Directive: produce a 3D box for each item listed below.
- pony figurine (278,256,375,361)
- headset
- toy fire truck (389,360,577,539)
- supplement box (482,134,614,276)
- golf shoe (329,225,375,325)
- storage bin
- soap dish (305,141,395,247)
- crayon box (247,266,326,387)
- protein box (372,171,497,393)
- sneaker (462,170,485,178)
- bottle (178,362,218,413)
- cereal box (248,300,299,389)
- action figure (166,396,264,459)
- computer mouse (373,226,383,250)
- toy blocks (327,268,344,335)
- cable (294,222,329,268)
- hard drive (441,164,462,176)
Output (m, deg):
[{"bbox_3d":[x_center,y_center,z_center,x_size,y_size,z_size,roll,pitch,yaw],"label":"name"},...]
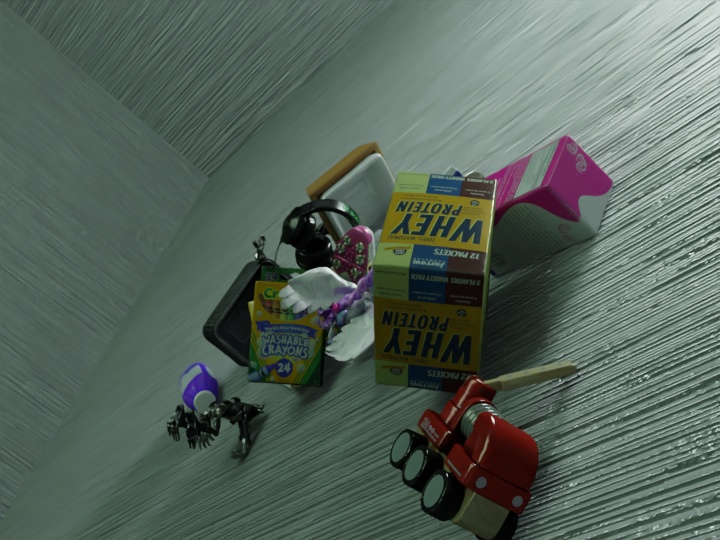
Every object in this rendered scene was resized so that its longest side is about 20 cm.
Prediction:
[{"bbox_3d":[-0.010,0.058,1.485,0.192,0.167,0.201,-37,-22,-18],"label":"pony figurine"},{"bbox_3d":[-0.094,-0.060,1.621,0.198,0.124,0.095,-23,40,15],"label":"headset"},{"bbox_3d":[0.148,0.170,1.012,0.202,0.128,0.176,-60,18,3],"label":"toy fire truck"},{"bbox_3d":[0.231,-0.084,1.295,0.199,0.101,0.104,-24,31,53],"label":"supplement box"},{"bbox_3d":[0.000,0.000,1.612,0.091,0.075,0.202,-28,-36,-38],"label":"golf shoe"},{"bbox_3d":[-0.218,0.089,1.975,0.201,0.135,0.093,-57,19,-19],"label":"storage bin"},{"bbox_3d":[0.000,-0.112,1.697,0.157,0.201,0.081,-40,38,-13],"label":"soap dish"},{"bbox_3d":[-0.121,0.092,1.617,0.052,0.124,0.203,68,-154,-80],"label":"crayon box"},{"bbox_3d":[0.097,0.014,1.218,0.201,0.133,0.201,-74,-14,-50],"label":"protein box"},{"bbox_3d":[0.135,-0.072,1.544,0.106,0.075,0.201,-19,37,59],"label":"sneaker"},{"bbox_3d":[-0.350,0.262,2.072,0.084,0.065,0.200,-52,18,-4],"label":"bottle"},{"bbox_3d":[-0.154,0.131,1.752,0.039,0.146,0.200,-13,6,-20],"label":"cereal box"},{"bbox_3d":[-0.254,0.284,1.718,0.118,0.199,0.104,2,89,38],"label":"action figure"},{"bbox_3d":[0.055,-0.048,1.678,0.200,0.110,0.044,-43,38,-3],"label":"computer mouse"},{"bbox_3d":[-0.065,0.071,1.746,0.201,0.100,0.137,-50,30,2],"label":"toy blocks"},{"bbox_3d":[-0.048,-0.046,1.820,0.200,0.162,0.051,-41,65,32],"label":"cable"},{"bbox_3d":[0.105,-0.075,1.593,0.201,0.025,0.132,-51,-18,1],"label":"hard drive"}]
